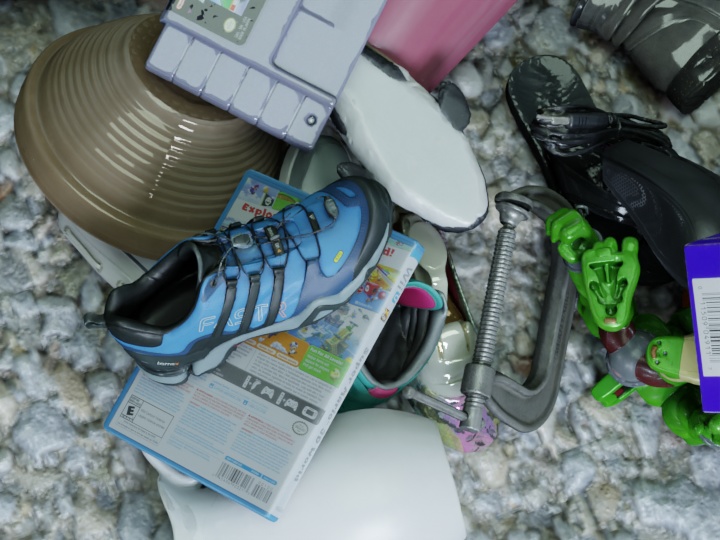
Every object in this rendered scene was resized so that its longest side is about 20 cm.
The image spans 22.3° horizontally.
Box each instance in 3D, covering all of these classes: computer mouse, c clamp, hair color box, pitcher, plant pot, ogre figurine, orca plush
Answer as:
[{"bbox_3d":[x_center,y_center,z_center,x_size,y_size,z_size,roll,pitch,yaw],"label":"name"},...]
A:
[{"bbox_3d":[0.217,-0.055,1.254,0.138,0.053,0.200,1,43,-42],"label":"computer mouse"},{"bbox_3d":[0.106,0.026,1.257,0.027,0.171,0.200,0,65,37],"label":"c clamp"},{"bbox_3d":[0.289,0.020,1.186,0.200,0.065,0.110,-15,100,-52],"label":"hair color box"},{"bbox_3d":[-0.042,0.140,1.212,0.200,0.121,0.172,-15,81,-1],"label":"pitcher"},{"bbox_3d":[-0.131,-0.110,1.263,0.200,0.093,0.201,17,48,-20],"label":"plant pot"},{"bbox_3d":[0.199,0.051,1.264,0.200,0.120,0.098,32,79,16],"label":"ogre figurine"},{"bbox_3d":[0.038,-0.232,1.325,0.200,0.200,0.179,32,86,5],"label":"plant pot"},{"bbox_3d":[0.003,-0.097,1.263,0.200,0.071,0.105,31,74,-3],"label":"orca plush"}]

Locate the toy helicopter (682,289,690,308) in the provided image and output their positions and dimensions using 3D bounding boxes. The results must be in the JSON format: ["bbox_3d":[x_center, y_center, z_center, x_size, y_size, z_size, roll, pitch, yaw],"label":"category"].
[{"bbox_3d":[0.338,0.051,1.323,0.132,0.079,0.200,-32,88,-25],"label":"toy helicopter"}]

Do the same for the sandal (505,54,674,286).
[{"bbox_3d":[0.172,-0.075,1.349,0.075,0.048,0.201,-29,77,-15],"label":"sandal"}]

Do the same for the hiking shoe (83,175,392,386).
[{"bbox_3d":[-0.069,0.003,1.146,0.200,0.087,0.074,-35,61,6],"label":"hiking shoe"}]

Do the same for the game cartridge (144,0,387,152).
[{"bbox_3d":[-0.045,-0.195,1.206,0.129,0.038,0.200,27,86,-9],"label":"game cartridge"}]

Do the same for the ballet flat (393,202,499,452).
[{"bbox_3d":[0.051,0.029,1.287,0.069,0.071,0.200,-13,73,-17],"label":"ballet flat"}]

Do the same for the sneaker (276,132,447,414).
[{"bbox_3d":[0.000,0.000,1.238,0.083,0.121,0.200,-7,89,-34],"label":"sneaker"}]

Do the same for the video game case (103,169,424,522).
[{"bbox_3d":[-0.064,0.045,1.188,0.143,0.018,0.200,24,80,29],"label":"video game case"}]

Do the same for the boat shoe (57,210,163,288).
[{"bbox_3d":[-0.134,0.009,1.275,0.200,0.066,0.072,40,40,4],"label":"boat shoe"}]

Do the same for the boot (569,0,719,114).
[{"bbox_3d":[0.266,-0.225,1.405,0.200,0.070,0.132,-40,74,-21],"label":"boot"}]
